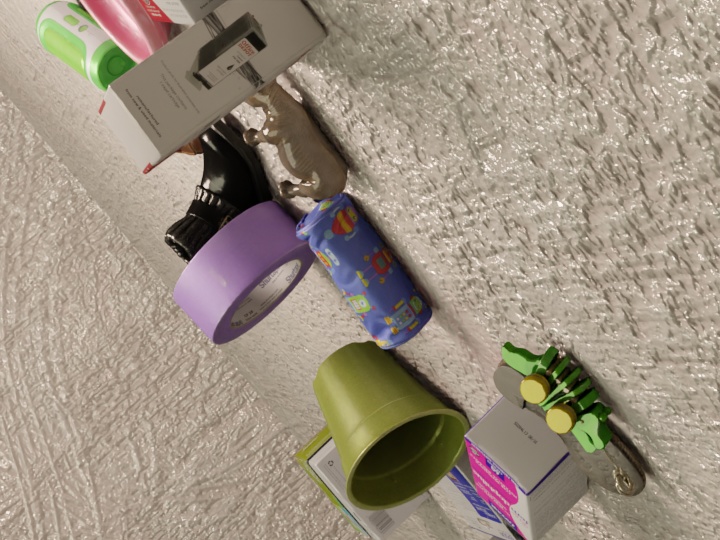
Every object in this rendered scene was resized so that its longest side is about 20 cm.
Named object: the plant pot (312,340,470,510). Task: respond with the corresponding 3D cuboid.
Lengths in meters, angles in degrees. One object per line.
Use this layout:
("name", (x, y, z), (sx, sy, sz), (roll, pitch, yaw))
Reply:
("plant pot", (0.026, 0.206, 1.975), (0.190, 0.199, 0.200), (55, 173, 38))

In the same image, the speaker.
("speaker", (-0.397, -0.327, 2.001), (0.200, 0.088, 0.089), (36, 162, 42))

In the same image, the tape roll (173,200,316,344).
("tape roll", (-0.158, 0.004, 1.904), (0.085, 0.200, 0.200), (45, 166, 11))

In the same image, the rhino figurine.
("rhino figurine", (-0.083, -0.156, 1.517), (0.087, 0.060, 0.200), (-5, 127, 50))

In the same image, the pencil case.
("pencil case", (0.000, 0.000, 1.646), (0.087, 0.078, 0.200), (-22, 111, 45))

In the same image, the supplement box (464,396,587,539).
("supplement box", (0.197, 0.226, 1.604), (0.101, 0.103, 0.200), (41, 166, 26))

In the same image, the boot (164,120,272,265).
("boot", (-0.208, -0.101, 1.861), (0.079, 0.158, 0.211), (40, 164, 32))

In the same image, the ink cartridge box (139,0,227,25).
("ink cartridge box", (-0.210, -0.347, 1.347), (0.200, 0.083, 0.146), (55, 166, -25))

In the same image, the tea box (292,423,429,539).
("tea box", (-0.002, 0.392, 2.628), (0.200, 0.134, 0.197), (50, 167, -7))

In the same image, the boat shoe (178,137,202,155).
("boat shoe", (-0.282, -0.199, 2.025), (0.200, 0.068, 0.072), (29, 157, 55))

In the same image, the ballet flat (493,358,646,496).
("ballet flat", (0.227, 0.160, 1.461), (0.200, 0.046, 0.068), (40, 134, 12))

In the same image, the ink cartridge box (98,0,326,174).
("ink cartridge box", (-0.147, -0.191, 1.331), (0.083, 0.200, 0.147), (53, 166, -6))

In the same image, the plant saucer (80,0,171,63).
("plant saucer", (-0.304, -0.346, 1.726), (0.201, 0.051, 0.201), (46, 167, 13))

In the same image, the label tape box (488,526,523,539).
("label tape box", (0.200, 0.528, 2.214), (0.066, 0.200, 0.144), (38, 163, 44))

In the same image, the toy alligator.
("toy alligator", (0.224, 0.139, 1.387), (0.200, 0.059, 0.054), (48, 126, 4))

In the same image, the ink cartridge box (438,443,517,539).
("ink cartridge box", (0.161, 0.323, 2.118), (0.200, 0.047, 0.198), (50, 165, -10))
